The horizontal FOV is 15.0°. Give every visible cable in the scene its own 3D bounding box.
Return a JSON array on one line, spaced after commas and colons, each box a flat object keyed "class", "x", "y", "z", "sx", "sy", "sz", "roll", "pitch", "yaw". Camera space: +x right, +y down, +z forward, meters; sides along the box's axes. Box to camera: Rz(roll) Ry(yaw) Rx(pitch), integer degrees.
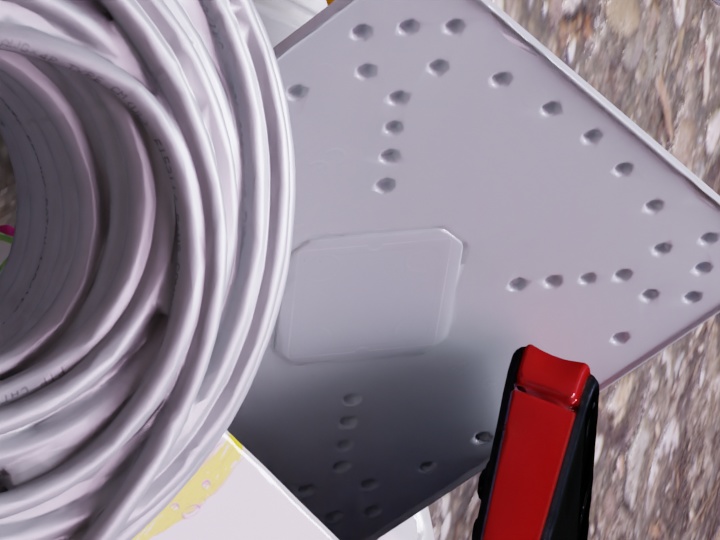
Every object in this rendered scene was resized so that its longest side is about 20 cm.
[{"class": "cable", "x": -0.109, "y": -0.014, "z": 0.677, "sx": 0.200, "sy": 0.069, "sz": 0.200, "roll": -43, "pitch": 114, "yaw": -21}]

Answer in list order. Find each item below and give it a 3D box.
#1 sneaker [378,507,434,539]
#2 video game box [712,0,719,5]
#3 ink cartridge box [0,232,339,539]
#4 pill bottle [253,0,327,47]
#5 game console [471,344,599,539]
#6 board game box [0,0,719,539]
[{"class": "sneaker", "x": -0.018, "y": 0.074, "z": 1.081, "sx": 0.088, "sy": 0.075, "sz": 0.201, "roll": -8, "pitch": 105, "yaw": -56}, {"class": "video game box", "x": 0.106, "y": -0.191, "z": 0.861, "sx": 0.200, "sy": 0.047, "sz": 0.183, "roll": 13, "pitch": 70, "yaw": -71}, {"class": "ink cartridge box", "x": -0.082, "y": 0.090, "z": 0.794, "sx": 0.200, "sy": 0.067, "sz": 0.117, "roll": 46, "pitch": 72, "yaw": -34}, {"class": "pill bottle", "x": -0.016, "y": -0.149, "z": 0.864, "sx": 0.113, "sy": 0.112, "sz": 0.201, "roll": 33, "pitch": 74, "yaw": -67}, {"class": "game console", "x": 0.043, "y": 0.141, "z": 0.886, "sx": 0.200, "sy": 0.031, "sz": 0.177, "roll": 87, "pitch": 18, "yaw": -51}, {"class": "board game box", "x": 0.000, "y": 0.000, "z": 0.863, "sx": 0.200, "sy": 0.200, "sz": 0.026, "roll": 35, "pitch": 29, "yaw": -41}]
